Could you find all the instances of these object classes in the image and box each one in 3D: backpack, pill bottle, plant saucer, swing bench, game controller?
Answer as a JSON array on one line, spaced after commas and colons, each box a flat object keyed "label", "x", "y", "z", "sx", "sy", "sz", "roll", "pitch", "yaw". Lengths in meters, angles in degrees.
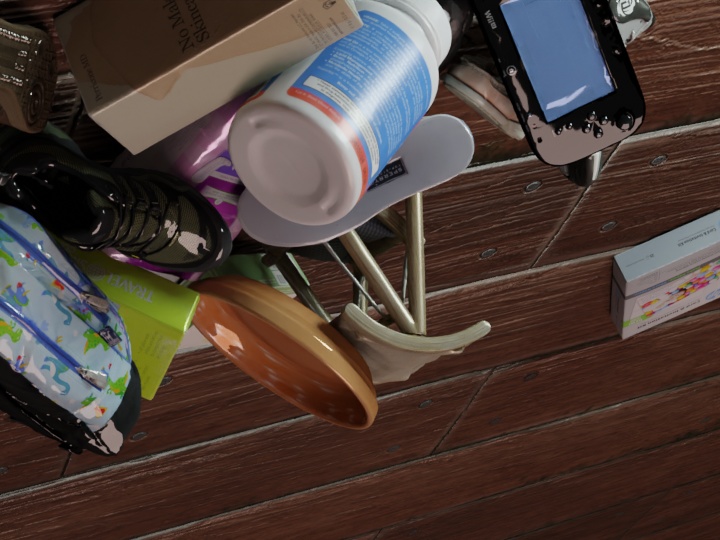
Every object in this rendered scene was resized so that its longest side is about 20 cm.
[{"label": "backpack", "x": -0.264, "y": 0.037, "z": 1.369, "sx": 0.199, "sy": 0.162, "sz": 0.155, "roll": 30, "pitch": 86, "yaw": -49}, {"label": "pill bottle", "x": -0.007, "y": -0.135, "z": 1.372, "sx": 0.200, "sy": 0.112, "sz": 0.112, "roll": -53, "pitch": 178, "yaw": -40}, {"label": "plant saucer", "x": -0.065, "y": 0.065, "z": 1.562, "sx": 0.038, "sy": 0.199, "sz": 0.201, "roll": -55, "pitch": 163, "yaw": -17}, {"label": "swing bench", "x": 0.000, "y": 0.000, "z": 1.586, "sx": 0.129, "sy": 0.202, "sz": 0.199, "roll": -16, "pitch": 173, "yaw": -18}, {"label": "game controller", "x": 0.160, "y": -0.184, "z": 1.477, "sx": 0.104, "sy": 0.042, "sz": 0.201, "roll": -28, "pitch": 114, "yaw": -5}]

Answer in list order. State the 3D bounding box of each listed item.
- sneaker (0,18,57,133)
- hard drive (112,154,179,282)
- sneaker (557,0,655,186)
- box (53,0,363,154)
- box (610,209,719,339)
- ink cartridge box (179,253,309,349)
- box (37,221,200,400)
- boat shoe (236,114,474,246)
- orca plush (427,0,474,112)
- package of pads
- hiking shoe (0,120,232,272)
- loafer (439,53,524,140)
[{"label": "sneaker", "x": -0.269, "y": -0.148, "z": 1.258, "sx": 0.075, "sy": 0.071, "sz": 0.200, "roll": 13, "pitch": 173, "yaw": 9}, {"label": "hard drive", "x": -0.189, "y": -0.039, "z": 1.598, "sx": 0.131, "sy": 0.027, "sz": 0.200, "roll": -8, "pitch": 152, "yaw": -35}, {"label": "sneaker", "x": 0.213, "y": -0.176, "z": 1.567, "sx": 0.115, "sy": 0.075, "sz": 0.202, "roll": -27, "pitch": 125, "yaw": -21}, {"label": "box", "x": -0.110, "y": -0.178, "z": 1.298, "sx": 0.199, "sy": 0.096, "sz": 0.078, "roll": -29, "pitch": 156, "yaw": 8}, {"label": "box", "x": 0.389, "y": 0.006, "z": 2.245, "sx": 0.155, "sy": 0.041, "sz": 0.200, "roll": -23, "pitch": 158, "yaw": -4}, {"label": "ink cartridge box", "x": -0.164, "y": 0.054, "z": 1.765, "sx": 0.200, "sy": 0.048, "sz": 0.145, "roll": -39, "pitch": 165, "yaw": 25}, {"label": "box", "x": -0.243, "y": 0.024, "z": 1.505, "sx": 0.198, "sy": 0.048, "sz": 0.122, "roll": 24, "pitch": 143, "yaw": -6}, {"label": "boat shoe", "x": -0.004, "y": -0.073, "z": 1.460, "sx": 0.198, "sy": 0.074, "sz": 0.065, "roll": -16, "pitch": -170, "yaw": -1}, {"label": "orca plush", "x": 0.027, "y": -0.157, "z": 1.502, "sx": 0.199, "sy": 0.072, "sz": 0.105, "roll": -33, "pitch": 155, "yaw": 19}, {"label": "package of pads", "x": -0.125, "y": -0.087, "z": 1.459, "sx": 0.200, "sy": 0.076, "sz": 0.120, "roll": -47, "pitch": 145, "yaw": 20}, {"label": "hiking shoe", "x": -0.188, "y": -0.038, "z": 1.359, "sx": 0.198, "sy": 0.101, "sz": 0.076, "roll": 24, "pitch": 115, "yaw": -18}, {"label": "loafer", "x": 0.121, "y": -0.164, "z": 1.581, "sx": 0.063, "sy": 0.072, "sz": 0.200, "roll": -54, "pitch": 166, "yaw": 5}]
